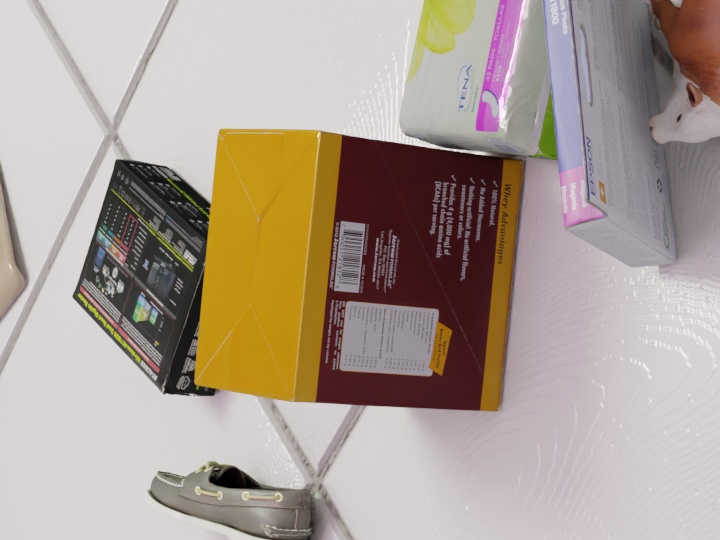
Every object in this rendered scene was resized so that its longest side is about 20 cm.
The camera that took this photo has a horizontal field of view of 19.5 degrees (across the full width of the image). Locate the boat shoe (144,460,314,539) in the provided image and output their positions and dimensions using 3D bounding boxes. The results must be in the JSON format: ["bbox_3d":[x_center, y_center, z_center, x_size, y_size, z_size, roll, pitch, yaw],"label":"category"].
[{"bbox_3d":[-0.113,0.199,1.828,0.201,0.072,0.061,12,93,46],"label":"boat shoe"}]

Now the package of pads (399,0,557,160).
[{"bbox_3d":[0.106,-0.188,1.570,0.154,0.068,0.201,10,88,59],"label":"package of pads"}]

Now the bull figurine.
[{"bbox_3d":[0.239,-0.185,1.420,0.121,0.065,0.201,47,122,46],"label":"bull figurine"}]

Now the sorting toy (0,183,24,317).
[{"bbox_3d":[-0.440,-0.020,2.312,0.185,0.036,0.201,-47,51,38],"label":"sorting toy"}]

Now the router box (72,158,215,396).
[{"bbox_3d":[-0.182,0.005,1.948,0.200,0.062,0.150,41,116,47],"label":"router box"}]

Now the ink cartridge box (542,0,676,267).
[{"bbox_3d":[0.158,-0.115,1.415,0.043,0.200,0.197,-10,75,24],"label":"ink cartridge box"}]

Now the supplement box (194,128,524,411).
[{"bbox_3d":[0.000,0.000,1.596,0.133,0.199,0.198,5,90,52],"label":"supplement box"}]
